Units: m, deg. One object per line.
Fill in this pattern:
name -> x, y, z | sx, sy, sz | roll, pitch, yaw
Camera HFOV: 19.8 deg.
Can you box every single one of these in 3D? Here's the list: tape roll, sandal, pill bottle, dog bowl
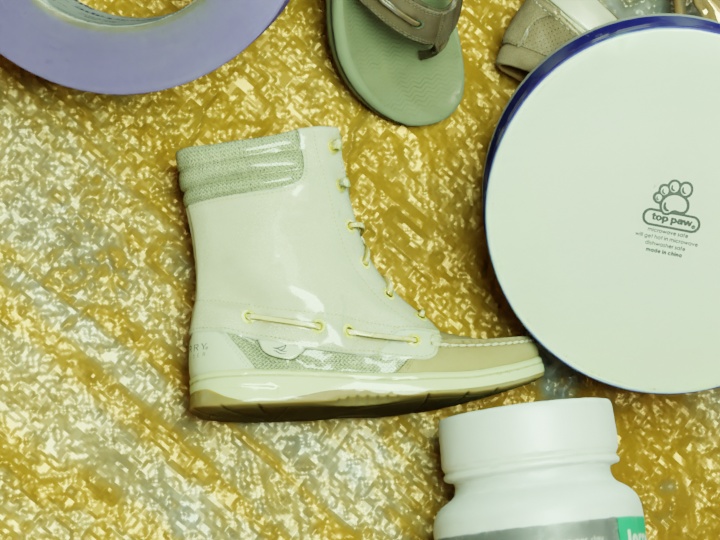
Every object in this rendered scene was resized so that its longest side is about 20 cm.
tape roll -> -0.120, -0.194, 1.057 | 0.199, 0.085, 0.201 | 0, 100, 1
sandal -> 0.022, -0.163, 1.114 | 0.080, 0.057, 0.202 | -29, 128, -25
pill bottle -> 0.098, 0.173, 1.082 | 0.112, 0.113, 0.201 | -4, 81, -19
dog bowl -> 0.165, -0.037, 1.119 | 0.199, 0.079, 0.201 | 1, 101, 4

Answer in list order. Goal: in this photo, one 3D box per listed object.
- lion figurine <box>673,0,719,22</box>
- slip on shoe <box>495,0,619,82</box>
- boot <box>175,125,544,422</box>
lion figurine -> 0.255, -0.107, 1.226 | 0.199, 0.072, 0.123 | 15, 84, 0
slip on shoe -> 0.166, -0.085, 1.182 | 0.200, 0.076, 0.061 | 40, 83, -7
boot -> 0.000, 0.000, 1.111 | 0.199, 0.072, 0.156 | -2, 77, -18
